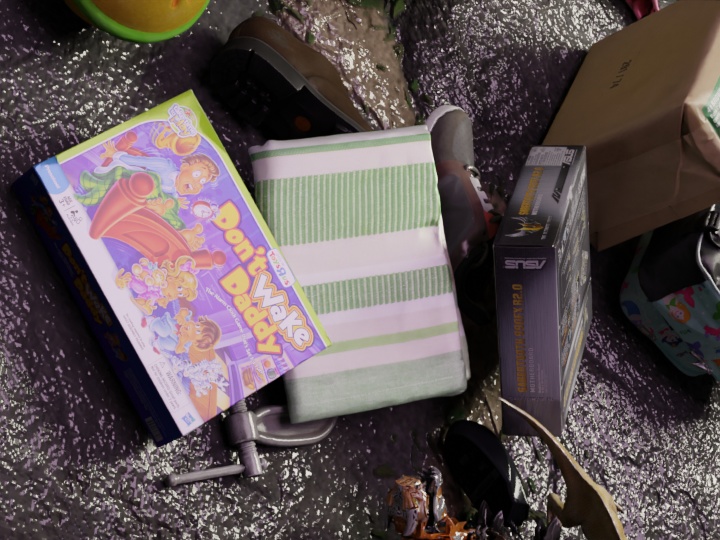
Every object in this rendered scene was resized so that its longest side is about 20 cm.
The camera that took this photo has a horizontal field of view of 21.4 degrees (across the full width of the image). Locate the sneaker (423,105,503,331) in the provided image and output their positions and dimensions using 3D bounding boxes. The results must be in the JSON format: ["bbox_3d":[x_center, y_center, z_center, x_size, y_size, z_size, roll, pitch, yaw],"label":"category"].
[{"bbox_3d":[0.084,-0.037,1.497,0.077,0.081,0.201,42,48,-57],"label":"sneaker"}]

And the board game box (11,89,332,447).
[{"bbox_3d":[-0.125,-0.003,1.282,0.134,0.045,0.201,-31,92,-33],"label":"board game box"}]

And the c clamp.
[{"bbox_3d":[-0.079,0.051,1.347,0.170,0.027,0.202,5,70,-44],"label":"c clamp"}]

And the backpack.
[{"bbox_3d":[0.338,0.015,1.691,0.200,0.150,0.178,39,51,-16],"label":"backpack"}]

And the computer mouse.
[{"bbox_3d":[0.130,0.195,1.440,0.034,0.059,0.201,-24,74,-35],"label":"computer mouse"}]

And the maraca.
[{"bbox_3d":[-0.147,-0.239,1.349,0.138,0.107,0.200,60,42,-17],"label":"maraca"}]

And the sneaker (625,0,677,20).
[{"bbox_3d":[0.297,-0.275,1.854,0.199,0.079,0.096,16,83,-39],"label":"sneaker"}]

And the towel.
[{"bbox_3d":[0.000,0.000,1.381,0.152,0.023,0.202,-8,86,-27],"label":"towel"}]

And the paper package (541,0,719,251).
[{"bbox_3d":[0.266,-0.139,1.660,0.104,0.190,0.200,47,47,-19],"label":"paper package"}]

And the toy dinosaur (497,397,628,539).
[{"bbox_3d":[0.170,0.176,1.411,0.058,0.101,0.201,-27,78,-7],"label":"toy dinosaur"}]

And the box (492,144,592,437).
[{"bbox_3d":[0.143,0.011,1.479,0.200,0.048,0.160,-63,152,-61],"label":"box"}]

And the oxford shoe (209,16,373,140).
[{"bbox_3d":[-0.024,-0.117,1.448,0.200,0.072,0.085,49,36,-22],"label":"oxford shoe"}]

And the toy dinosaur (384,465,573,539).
[{"bbox_3d":[0.073,0.232,1.389,0.135,0.102,0.201,-28,131,-34],"label":"toy dinosaur"}]
